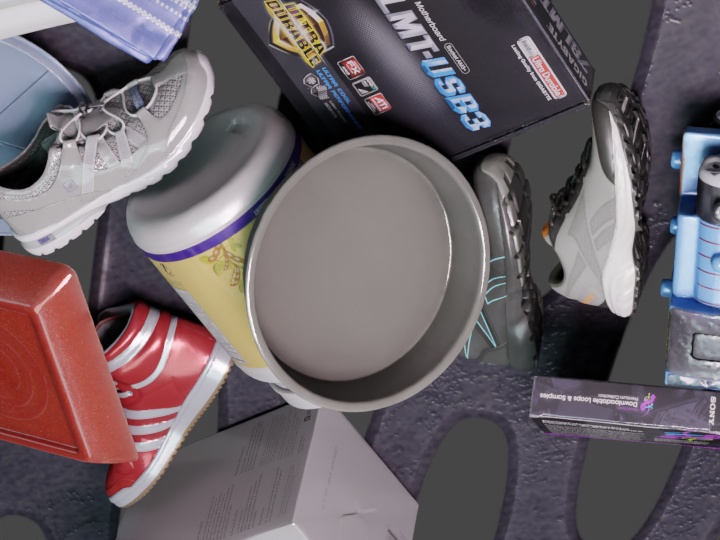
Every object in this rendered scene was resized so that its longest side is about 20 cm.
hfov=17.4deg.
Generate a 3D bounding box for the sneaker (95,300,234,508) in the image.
[{"bbox_3d":[-0.191,0.104,1.921,0.112,0.071,0.200,25,123,-15],"label":"sneaker"}]

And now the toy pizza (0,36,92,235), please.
[{"bbox_3d":[-0.288,-0.111,1.787,0.199,0.032,0.201,7,130,8],"label":"toy pizza"}]

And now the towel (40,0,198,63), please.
[{"bbox_3d":[-0.148,-0.256,1.569,0.144,0.024,0.201,29,92,-14],"label":"towel"}]

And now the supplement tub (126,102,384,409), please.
[{"bbox_3d":[-0.064,-0.009,1.750,0.145,0.146,0.200,-22,122,28],"label":"supplement tub"}]

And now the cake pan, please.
[{"bbox_3d":[0.000,0.000,1.681,0.200,0.200,0.037,51,165,-28],"label":"cake pan"}]

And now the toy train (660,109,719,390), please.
[{"bbox_3d":[0.260,-0.014,1.681,0.086,0.114,0.201,5,119,8],"label":"toy train"}]

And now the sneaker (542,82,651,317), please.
[{"bbox_3d":[0.171,-0.049,1.715,0.079,0.074,0.201,8,131,12],"label":"sneaker"}]

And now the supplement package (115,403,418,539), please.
[{"bbox_3d":[-0.081,0.230,1.949,0.199,0.152,0.151,-22,123,28],"label":"supplement package"}]

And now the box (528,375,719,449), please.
[{"bbox_3d":[0.206,0.109,1.782,0.142,0.036,0.200,4,174,8],"label":"box"}]

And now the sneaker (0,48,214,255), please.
[{"bbox_3d":[-0.191,-0.094,1.712,0.200,0.075,0.082,-41,130,8],"label":"sneaker"}]

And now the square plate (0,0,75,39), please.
[{"bbox_3d":[-0.237,-0.261,1.605,0.197,0.028,0.201,-10,105,19],"label":"square plate"}]

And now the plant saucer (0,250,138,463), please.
[{"bbox_3d":[-0.289,0.069,1.884,0.199,0.037,0.200,12,132,33],"label":"plant saucer"}]

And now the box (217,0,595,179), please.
[{"bbox_3d":[0.034,-0.166,1.661,0.198,0.050,0.200,-20,124,27],"label":"box"}]

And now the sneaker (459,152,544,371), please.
[{"bbox_3d":[0.092,-0.002,1.769,0.079,0.076,0.201,2,130,13],"label":"sneaker"}]
